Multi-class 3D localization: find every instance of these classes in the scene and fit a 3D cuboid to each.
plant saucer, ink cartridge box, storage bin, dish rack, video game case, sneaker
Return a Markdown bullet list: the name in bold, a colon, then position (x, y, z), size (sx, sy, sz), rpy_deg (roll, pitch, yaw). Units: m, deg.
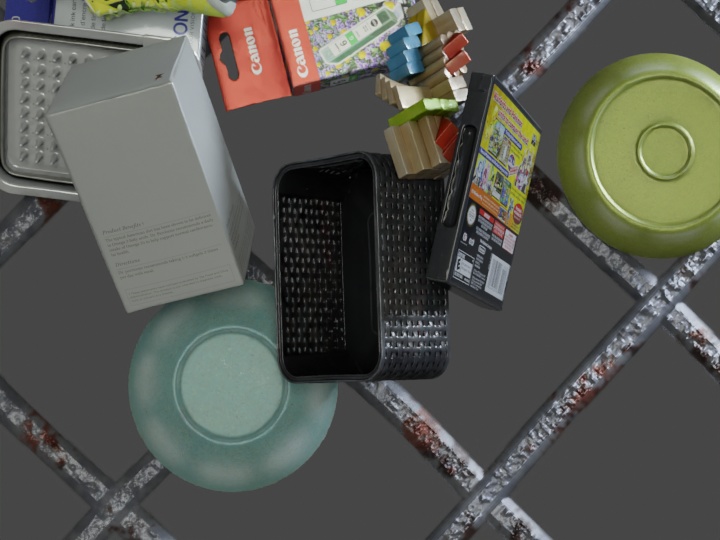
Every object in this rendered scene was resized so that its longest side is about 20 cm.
- **plant saucer**: position (0.289, -0.112, 1.466), size (0.198, 0.031, 0.202), rpy_deg (0, 86, -2)
- **plant saucer**: position (-0.120, 0.107, 1.429), size (0.199, 0.039, 0.203), rpy_deg (0, 86, -2)
- **ink cartridge box**: position (-0.045, -0.229, 1.449), size (0.199, 0.050, 0.110), rpy_deg (-15, 87, -4)
- **storage bin**: position (0.000, 0.000, 1.381), size (0.093, 0.135, 0.202), rpy_deg (3, 84, -45)
- **dish rack**: position (-0.247, -0.147, 1.413), size (0.199, 0.044, 0.173), rpy_deg (6, 117, -2)
- **video game case**: position (0.114, -0.065, 1.374), size (0.025, 0.200, 0.182), rpy_deg (12, 85, 20)
- **sneaker**: position (-0.207, -0.260, 1.392), size (0.199, 0.075, 0.077), rpy_deg (20, 94, 13)
- **ink cartridge box**: position (-0.240, -0.278, 1.445), size (0.198, 0.041, 0.201), rpy_deg (4, 86, 1)

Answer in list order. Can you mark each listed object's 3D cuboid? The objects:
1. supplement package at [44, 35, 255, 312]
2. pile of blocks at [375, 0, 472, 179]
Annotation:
- **supplement package**: position (-0.181, -0.085, 1.352), size (0.116, 0.118, 0.201), rpy_deg (-13, 117, 9)
- **pile of blocks**: position (0.063, -0.174, 1.358), size (0.082, 0.062, 0.201), rpy_deg (24, 53, -36)
